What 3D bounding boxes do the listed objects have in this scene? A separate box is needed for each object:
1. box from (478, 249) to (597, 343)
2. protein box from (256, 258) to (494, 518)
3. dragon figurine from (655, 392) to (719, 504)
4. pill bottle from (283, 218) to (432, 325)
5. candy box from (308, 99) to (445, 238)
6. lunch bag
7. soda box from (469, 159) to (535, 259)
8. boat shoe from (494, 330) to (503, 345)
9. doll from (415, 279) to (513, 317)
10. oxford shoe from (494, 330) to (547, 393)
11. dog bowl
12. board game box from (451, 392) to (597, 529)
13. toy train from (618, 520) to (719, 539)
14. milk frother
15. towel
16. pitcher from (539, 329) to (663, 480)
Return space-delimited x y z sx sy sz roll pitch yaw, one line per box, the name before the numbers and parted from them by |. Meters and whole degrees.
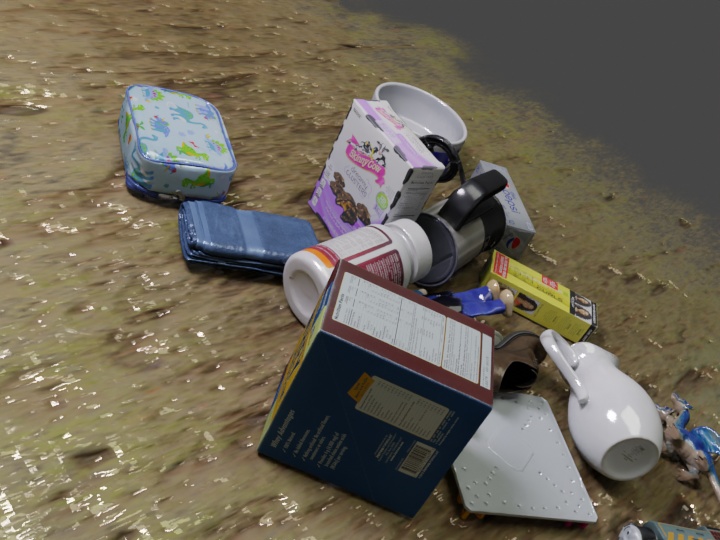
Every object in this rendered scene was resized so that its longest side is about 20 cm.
box | 0.293 0.045 1.395 0.198 0.050 0.076 28 35 -2
protein box | 0.018 0.134 0.953 0.198 0.200 0.136 24 34 -6
dragon figurine | 0.500 0.267 1.252 0.098 0.059 0.201 -7 47 -40
pill bottle | 0.000 0.000 1.164 0.198 0.110 0.110 -22 58 -37
candy box | 0.018 -0.129 1.288 0.071 0.201 0.168 -5 46 -39
lunch bag | -0.272 -0.186 1.257 0.159 0.083 0.201 5 41 -29
soda box | 0.253 -0.113 1.551 0.063 0.069 0.201 12 37 -20
boat shoe | 0.129 0.108 1.180 0.061 0.074 0.199 26 18 38
doll | 0.118 0.052 1.241 0.197 0.049 0.136 -7 23 -20
oxford shoe | 0.218 0.137 1.185 0.084 0.074 0.199 28 24 32
dog bowl | 0.104 -0.276 1.644 0.198 0.079 0.201 19 36 -14
board game box | 0.189 0.238 1.097 0.197 0.026 0.201 12 38 -24
toy train | 0.413 0.369 1.049 0.197 0.086 0.114 14 25 -18
milk frother | 0.119 -0.105 1.364 0.198 0.183 0.188 28 31 23
towel | -0.155 -0.041 1.188 0.197 0.049 0.112 8 39 -27
pitcher | 0.326 0.179 1.177 0.171 0.121 0.201 33 25 -24
